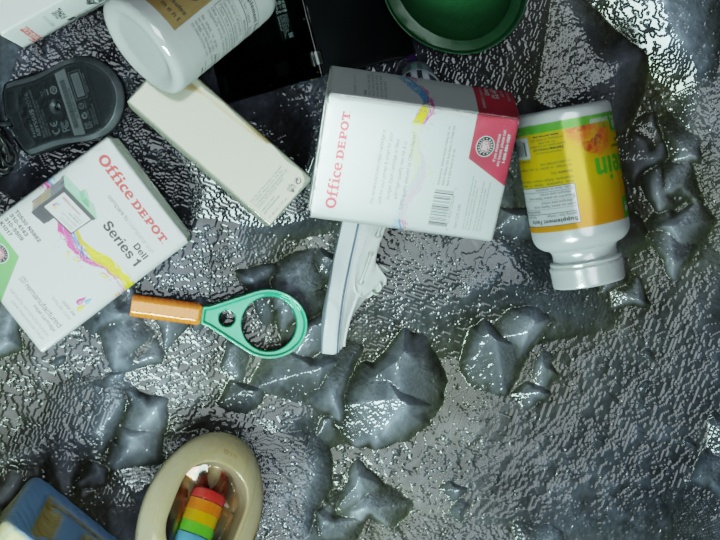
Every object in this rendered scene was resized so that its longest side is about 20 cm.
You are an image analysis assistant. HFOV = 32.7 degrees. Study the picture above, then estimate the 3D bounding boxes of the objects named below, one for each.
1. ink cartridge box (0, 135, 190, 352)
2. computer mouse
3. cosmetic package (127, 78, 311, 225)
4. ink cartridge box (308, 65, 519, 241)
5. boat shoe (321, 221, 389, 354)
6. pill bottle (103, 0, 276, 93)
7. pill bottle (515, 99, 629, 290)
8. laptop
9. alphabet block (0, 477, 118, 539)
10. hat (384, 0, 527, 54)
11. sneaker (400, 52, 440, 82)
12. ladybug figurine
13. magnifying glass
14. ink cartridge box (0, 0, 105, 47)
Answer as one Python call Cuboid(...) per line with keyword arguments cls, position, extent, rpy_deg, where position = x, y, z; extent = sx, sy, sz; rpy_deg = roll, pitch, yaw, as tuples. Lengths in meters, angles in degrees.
Cuboid(cls="ink cartridge box", position=(-0.305, -0.032, 1.331), extent=(0.200, 0.084, 0.145), rpy_deg=(-37, 98, -3))
Cuboid(cls="computer mouse", position=(-0.330, -0.180, 1.317), extent=(0.200, 0.053, 0.139), rpy_deg=(-7, 101, 22))
Cuboid(cls="cosmetic package", position=(-0.153, -0.139, 1.331), extent=(0.200, 0.105, 0.071), rpy_deg=(41, 87, -9))
Cuboid(cls="ink cartridge box", position=(0.054, -0.123, 1.291), extent=(0.200, 0.086, 0.148), rpy_deg=(9, 120, -4))
Cuboid(cls="boat shoe", position=(0.000, 0.000, 1.375), extent=(0.065, 0.074, 0.200), rpy_deg=(12, 94, -3))
Cuboid(cls="pill bottle", position=(-0.150, -0.281, 1.238), extent=(0.200, 0.114, 0.114), rpy_deg=(-44, 98, -20))
Cuboid(cls="pill bottle", position=(0.241, -0.084, 1.376), extent=(0.111, 0.111, 0.200), rpy_deg=(-11, 96, -5))
Cuboid(cls="laptop", position=(-0.068, -0.304, 1.374), extent=(0.200, 0.116, 0.188), rpy_deg=(-12, 96, 23))
Cuboid(cls="alphabet block", position=(-0.351, 0.372, 1.307), extent=(0.196, 0.195, 0.200), rpy_deg=(41, 90, -6))
Cuboid(cls="hat", position=(0.112, -0.331, 1.299), extent=(0.200, 0.176, 0.166), rpy_deg=(24, 86, -11))
Cuboid(cls="sneaker", position=(0.082, -0.142, 1.380), extent=(0.074, 0.088, 0.200), rpy_deg=(-7, 120, 5))
Cuboid(cls="ladybug figurine", position=(-0.184, 0.276, 1.354), extent=(0.136, 0.072, 0.200), rpy_deg=(33, 65, -19))
Cuboid(cls="magnifying glass", position=(-0.159, 0.053, 1.387), extent=(0.200, 0.022, 0.080), rpy_deg=(8, 94, -6))
Cuboid(cls="ink cartridge box", position=(-0.296, -0.318, 1.278), extent=(0.200, 0.146, 0.084), rpy_deg=(-30, 97, -3))
